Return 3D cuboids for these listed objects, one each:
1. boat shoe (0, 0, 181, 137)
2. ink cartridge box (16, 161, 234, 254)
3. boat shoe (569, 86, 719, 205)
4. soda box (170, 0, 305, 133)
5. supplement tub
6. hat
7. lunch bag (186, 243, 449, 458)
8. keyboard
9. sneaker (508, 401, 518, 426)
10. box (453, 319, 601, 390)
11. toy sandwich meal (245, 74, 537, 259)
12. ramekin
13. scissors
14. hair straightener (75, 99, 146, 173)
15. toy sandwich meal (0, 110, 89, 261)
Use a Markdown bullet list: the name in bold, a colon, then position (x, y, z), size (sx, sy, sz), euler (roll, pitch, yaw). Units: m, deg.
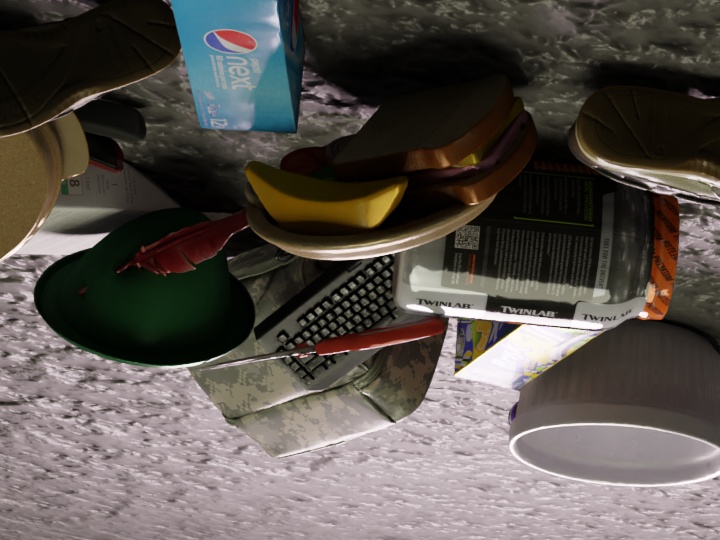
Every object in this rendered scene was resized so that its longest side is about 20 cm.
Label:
- **boat shoe**: position (-0.214, -0.124, 1.486), size (0.200, 0.073, 0.065), euler (-16, 177, -22)
- **ink cartridge box**: position (-0.213, -0.049, 1.840), size (0.200, 0.050, 0.161), euler (-1, 169, -41)
- **boat shoe**: position (0.239, -0.082, 1.551), size (0.200, 0.073, 0.065), euler (14, 172, -9)
- **soda box**: position (-0.075, -0.157, 1.451), size (0.068, 0.064, 0.200), euler (4, 160, 4)
- **supplement tub**: position (0.127, -0.020, 1.675), size (0.200, 0.123, 0.123), euler (6, 160, -1)
- **hat**: position (-0.146, -0.039, 1.737), size (0.200, 0.166, 0.176), euler (17, 124, 13)
- **lunch bag**: position (-0.049, 0.047, 1.892), size (0.200, 0.140, 0.168), euler (-18, 133, 42)
- **keyboard**: position (0.000, 0.000, 1.762), size (0.200, 0.021, 0.127), euler (-38, 108, 15)
- **sneaker**: position (0.236, 0.156, 2.217), size (0.200, 0.070, 0.100), euler (14, 166, -9)
- **box**: position (0.142, 0.037, 1.904), size (0.064, 0.070, 0.200), euler (11, 159, -16)
- **toy sandwich meal**: position (0.014, -0.075, 1.546), size (0.205, 0.205, 0.070), euler (-3, 117, 23)
- **ramekin**: position (0.236, 0.117, 2.044), size (0.200, 0.105, 0.200), euler (6, 160, 2)
- **scissors**: position (-0.034, 0.057, 1.695), size (0.200, 0.014, 0.073), euler (-10, -176, 8)
- **hair straightener**: position (-0.238, -0.134, 1.622), size (0.200, 0.041, 0.077), euler (23, 128, -27)
- **toy sandwich meal**: position (-0.293, -0.078, 1.568), size (0.205, 0.070, 0.205), euler (-10, 133, -11)
